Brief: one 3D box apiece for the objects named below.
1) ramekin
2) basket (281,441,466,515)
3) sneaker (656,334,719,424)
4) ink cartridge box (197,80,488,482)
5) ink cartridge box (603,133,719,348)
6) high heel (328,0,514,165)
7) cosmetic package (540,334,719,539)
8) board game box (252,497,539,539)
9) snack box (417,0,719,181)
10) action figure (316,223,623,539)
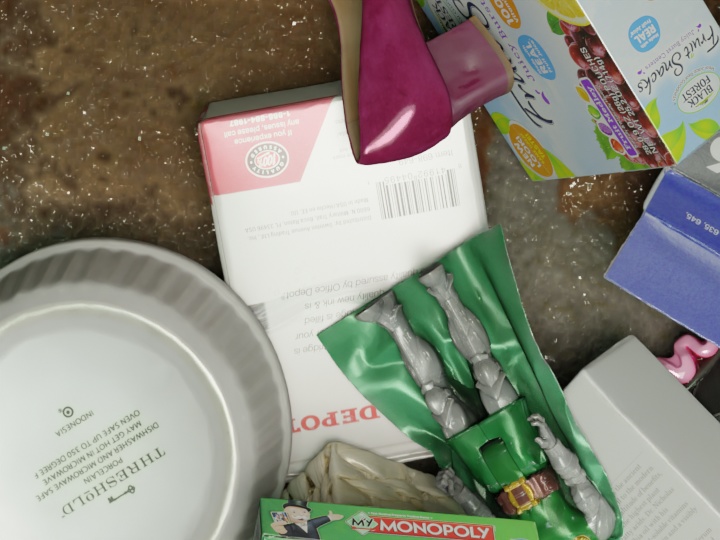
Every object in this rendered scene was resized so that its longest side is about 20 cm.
[{"bbox_3d":[-0.135,0.087,1.198,0.201,0.094,0.204,0,95,2],"label":"ramekin"},{"bbox_3d":[0.033,0.196,1.251,0.199,0.136,0.124,21,127,-24],"label":"basket"},{"bbox_3d":[0.228,0.053,1.284,0.200,0.079,0.096,-46,63,13],"label":"sneaker"},{"bbox_3d":[0.000,0.000,1.273,0.145,0.085,0.202,-9,101,0],"label":"ink cartridge box"},{"bbox_3d":[0.260,-0.031,1.231,0.197,0.047,0.201,31,66,7],"label":"ink cartridge box"},{"bbox_3d":[-0.015,-0.141,1.205,0.096,0.068,0.200,-29,60,-24],"label":"high heel"},{"bbox_3d":[0.171,0.145,1.242,0.200,0.071,0.102,47,123,11],"label":"cosmetic package"},{"bbox_3d":[0.002,0.199,1.149,0.134,0.029,0.201,5,126,-10],"label":"board game box"},{"bbox_3d":[0.093,-0.147,1.201,0.068,0.168,0.201,-36,102,-17],"label":"snack box"},{"bbox_3d":[0.074,0.092,1.210,0.118,0.055,0.201,-31,93,24],"label":"action figure"}]
